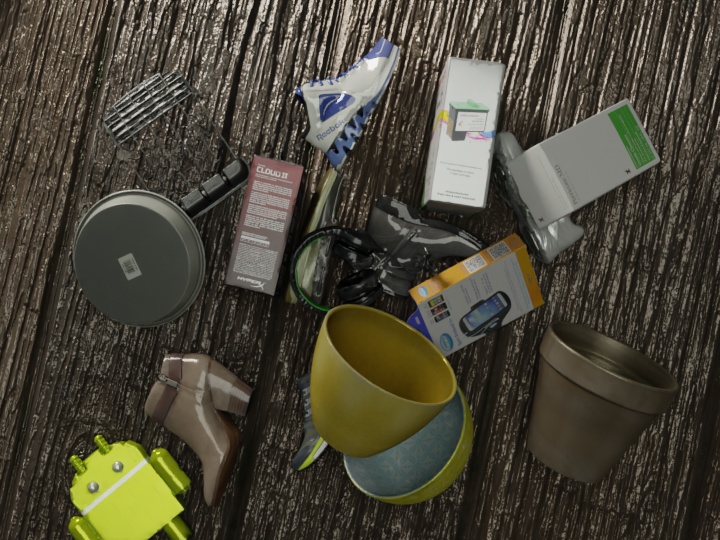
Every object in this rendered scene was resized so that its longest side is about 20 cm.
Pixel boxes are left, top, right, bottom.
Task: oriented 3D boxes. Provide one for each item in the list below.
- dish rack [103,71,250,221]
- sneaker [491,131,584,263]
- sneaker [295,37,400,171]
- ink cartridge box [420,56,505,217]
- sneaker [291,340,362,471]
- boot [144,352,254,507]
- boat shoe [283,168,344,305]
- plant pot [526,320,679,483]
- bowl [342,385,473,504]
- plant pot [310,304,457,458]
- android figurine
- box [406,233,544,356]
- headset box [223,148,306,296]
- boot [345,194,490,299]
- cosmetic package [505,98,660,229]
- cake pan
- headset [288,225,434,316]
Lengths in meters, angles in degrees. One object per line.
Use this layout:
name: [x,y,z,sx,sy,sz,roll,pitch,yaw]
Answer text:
dish rack: [-0.271,-0.180,1.553,0.153,0.055,0.201,-34,87,-4]
sneaker: [0.260,-0.118,1.560,0.098,0.078,0.202,-27,96,-10]
sneaker: [-0.029,-0.259,1.547,0.114,0.081,0.201,29,89,-2]
ink cartridge box: [0.143,-0.186,1.515,0.083,0.145,0.203,9,88,-1]
sneaker: [-0.059,0.191,1.541,0.080,0.074,0.202,22,80,6]
boot: [-0.242,0.221,1.537,0.144,0.070,0.203,17,86,6]
boat shoe: [-0.055,-0.043,1.547,0.065,0.072,0.203,19,88,-10]
plant pot: [0.320,0.193,1.497,0.198,0.200,0.175,22,103,0]
bowl: [0.084,0.247,1.506,0.201,0.200,0.108,-48,132,-2]
plant pot: [0.009,0.163,1.431,0.198,0.200,0.143,30,115,0]
android figurine: [-0.336,0.331,1.538,0.181,0.041,0.201,-37,91,-2]
box: [0.157,0.043,1.529,0.198,0.042,0.120,-26,129,-1]
headset box: [-0.128,-0.069,1.503,0.074,0.149,0.203,13,89,-1]
boot: [0.088,-0.015,1.556,0.198,0.070,0.133,24,94,7]
cosmetic package: [0.315,-0.152,1.509,0.199,0.085,0.109,-29,90,-33]
cake pan: [-0.321,-0.012,1.525,0.197,0.037,0.203,2,103,7]
headset: [0.000,0.000,1.487,0.197,0.094,0.125,-7,103,-10]
